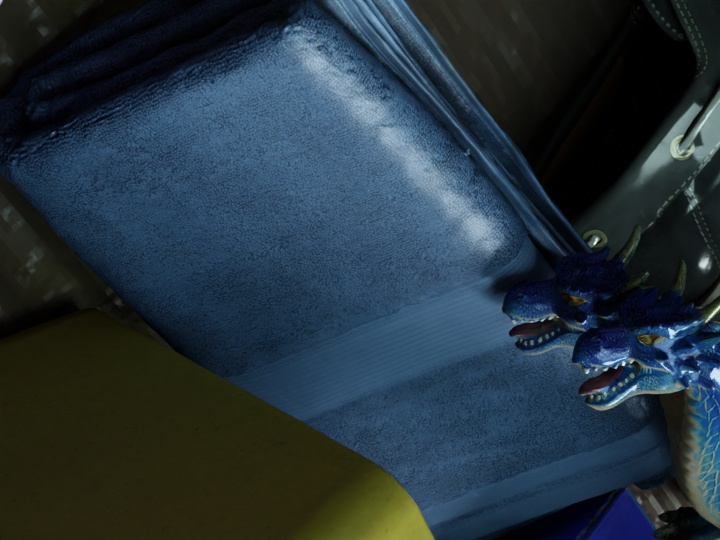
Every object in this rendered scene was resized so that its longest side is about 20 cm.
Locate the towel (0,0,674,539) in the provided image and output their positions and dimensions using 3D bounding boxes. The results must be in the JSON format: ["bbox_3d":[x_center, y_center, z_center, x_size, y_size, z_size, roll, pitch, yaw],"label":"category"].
[{"bbox_3d":[0.000,0.000,0.695,0.111,0.049,0.200,-21,133,24],"label":"towel"}]

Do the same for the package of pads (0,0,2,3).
[{"bbox_3d":[-0.181,-0.073,0.541,0.200,0.076,0.121,26,102,-39],"label":"package of pads"}]

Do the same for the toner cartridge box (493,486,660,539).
[{"bbox_3d":[0.090,0.164,0.776,0.200,0.095,0.043,55,45,-10],"label":"toner cartridge box"}]

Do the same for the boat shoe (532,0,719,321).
[{"bbox_3d":[0.105,-0.081,0.720,0.067,0.072,0.200,20,104,-17],"label":"boat shoe"}]

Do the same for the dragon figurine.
[{"bbox_3d":[0.133,0.039,0.673,0.199,0.059,0.100,1,125,-10],"label":"dragon figurine"}]

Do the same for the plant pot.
[{"bbox_3d":[-0.067,0.129,0.662,0.176,0.200,0.200,-43,131,-19],"label":"plant pot"}]
